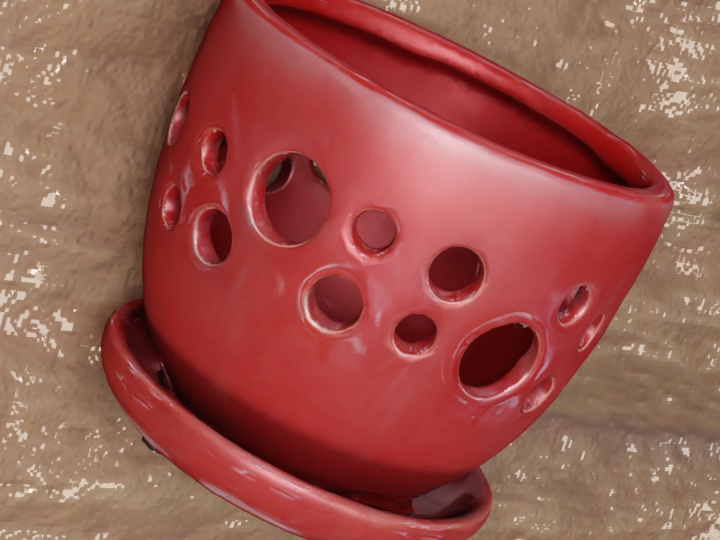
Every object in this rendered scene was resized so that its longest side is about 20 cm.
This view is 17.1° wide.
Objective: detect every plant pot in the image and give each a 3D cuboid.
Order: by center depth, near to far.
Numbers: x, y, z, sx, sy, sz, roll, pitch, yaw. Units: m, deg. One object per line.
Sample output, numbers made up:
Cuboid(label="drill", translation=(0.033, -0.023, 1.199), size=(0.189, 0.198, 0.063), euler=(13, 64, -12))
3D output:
Cuboid(label="plant pot", translation=(0.000, 0.000, 0.974), size=(0.200, 0.200, 0.183), euler=(15, 110, -41))
